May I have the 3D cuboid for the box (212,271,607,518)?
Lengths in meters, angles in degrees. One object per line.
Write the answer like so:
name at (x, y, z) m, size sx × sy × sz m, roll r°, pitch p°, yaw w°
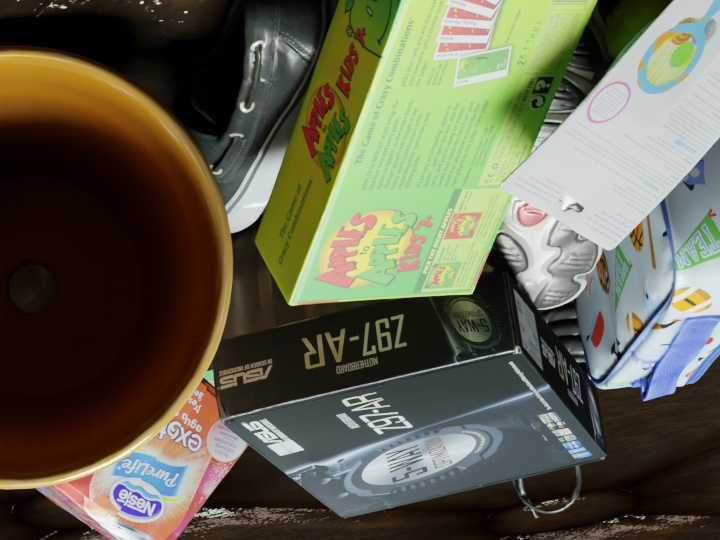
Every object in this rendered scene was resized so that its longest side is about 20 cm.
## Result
box at (0.030, 0.069, 1.288) m, size 0.159 × 0.044 × 0.200 m, roll -14°, pitch 156°, yaw 13°

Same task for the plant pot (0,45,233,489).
plant pot at (-0.162, 0.003, 1.199) m, size 0.198 × 0.202 × 0.183 m, roll -8°, pitch 177°, yaw -4°

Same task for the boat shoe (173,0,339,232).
boat shoe at (-0.059, -0.081, 1.173) m, size 0.056 × 0.069 × 0.200 m, roll 6°, pitch 152°, yaw -21°

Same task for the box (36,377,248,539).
box at (-0.150, 0.085, 1.392) m, size 0.095 × 0.100 × 0.200 m, roll 41°, pitch 170°, yaw -22°

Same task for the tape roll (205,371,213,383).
tape roll at (-0.066, 0.065, 1.619) m, size 0.199 × 0.049 × 0.201 m, roll -8°, pitch 162°, yaw -3°

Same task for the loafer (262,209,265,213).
loafer at (-0.001, -0.066, 1.229) m, size 0.075 × 0.069 × 0.200 m, roll 6°, pitch 156°, yaw -39°

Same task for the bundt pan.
bundt pan at (0.000, 0.000, 1.359) m, size 0.200 × 0.076 × 0.202 m, roll -11°, pitch 180°, yaw 0°

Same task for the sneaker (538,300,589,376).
sneaker at (0.183, 0.012, 1.500) m, size 0.198 × 0.100 × 0.071 m, roll -14°, pitch 159°, yaw 10°

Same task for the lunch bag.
lunch bag at (0.160, -0.023, 1.287) m, size 0.075 × 0.162 × 0.200 m, roll -5°, pitch 160°, yaw -10°

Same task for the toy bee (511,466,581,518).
toy bee at (0.048, 0.071, 1.517) m, size 0.130 × 0.201 × 0.109 m, roll -30°, pitch 177°, yaw 12°

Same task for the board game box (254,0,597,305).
board game box at (0.031, -0.076, 1.102) m, size 0.101 × 0.048 × 0.201 m, roll -3°, pitch 133°, yaw -29°

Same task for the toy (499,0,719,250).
toy at (0.148, -0.106, 1.112) m, size 0.200 × 0.047 × 0.115 m, roll -45°, pitch 147°, yaw 14°

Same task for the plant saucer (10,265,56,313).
plant saucer at (-0.270, 0.006, 1.376) m, size 0.198 × 0.032 × 0.200 m, roll -8°, pitch 162°, yaw -3°

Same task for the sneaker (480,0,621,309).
sneaker at (0.095, -0.073, 1.210) m, size 0.080 × 0.084 × 0.201 m, roll 8°, pitch 132°, yaw -21°
